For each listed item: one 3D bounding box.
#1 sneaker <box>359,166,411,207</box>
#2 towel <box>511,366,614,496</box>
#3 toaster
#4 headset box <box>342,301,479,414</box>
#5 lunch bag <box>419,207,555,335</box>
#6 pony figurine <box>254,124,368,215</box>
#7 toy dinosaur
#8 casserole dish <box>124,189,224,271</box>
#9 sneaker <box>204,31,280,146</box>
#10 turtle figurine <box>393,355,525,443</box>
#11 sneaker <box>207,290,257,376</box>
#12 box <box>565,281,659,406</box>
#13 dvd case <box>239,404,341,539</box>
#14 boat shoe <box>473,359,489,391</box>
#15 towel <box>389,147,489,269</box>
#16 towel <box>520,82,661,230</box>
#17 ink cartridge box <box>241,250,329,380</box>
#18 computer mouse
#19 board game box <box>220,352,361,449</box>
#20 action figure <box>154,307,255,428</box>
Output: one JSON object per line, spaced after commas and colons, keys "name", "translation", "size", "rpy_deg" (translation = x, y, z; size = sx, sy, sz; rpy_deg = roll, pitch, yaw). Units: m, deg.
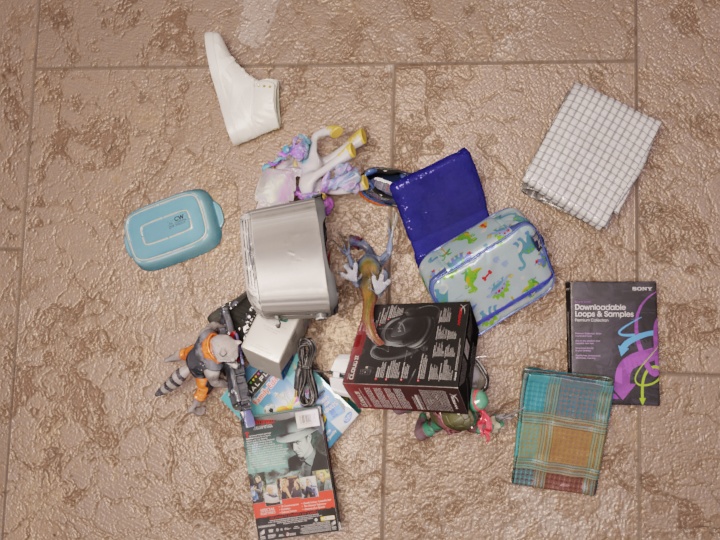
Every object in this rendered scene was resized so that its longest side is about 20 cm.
{"name": "sneaker", "translation": [0.086, -0.132, 0.934], "size": [0.195, 0.078, 0.077], "rpy_deg": [10, 88, 6]}
{"name": "towel", "translation": [0.328, 0.264, 0.890], "size": [0.143, 0.022, 0.205], "rpy_deg": [5, 100, 7]}
{"name": "toaster", "translation": [-0.105, -0.021, 0.802], "size": [0.126, 0.114, 0.204], "rpy_deg": [-8, 76, -6]}
{"name": "headset box", "translation": [0.071, 0.130, 0.833], "size": [0.196, 0.078, 0.151], "rpy_deg": [-5, 46, 25]}
{"name": "lunch bag", "translation": [0.208, 0.010, 0.882], "size": [0.198, 0.083, 0.162], "rpy_deg": [-30, 123, 4]}
{"name": "pony figurine", "translation": [-0.085, -0.148, 0.921], "size": [0.197, 0.166, 0.197], "rpy_deg": [-17, 57, 23]}
{"name": "toy dinosaur", "translation": [0.000, 0.000, 0.887], "size": [0.103, 0.182, 0.205], "rpy_deg": [6, 94, 1]}
{"name": "casserole dish", "translation": [-0.347, -0.076, 0.995], "size": [0.196, 0.039, 0.124], "rpy_deg": [-19, 85, 3]}
{"name": "sneaker", "translation": [-0.205, -0.341, 0.986], "size": [0.113, 0.074, 0.204], "rpy_deg": [-16, 94, 3]}
{"name": "turtle figurine", "translation": [0.145, 0.207, 0.854], "size": [0.199, 0.100, 0.152], "rpy_deg": [-29, 88, 42]}
{"name": "sneaker", "translation": [-0.193, 0.094, 0.959], "size": [0.198, 0.060, 0.105], "rpy_deg": [-33, 81, 9]}
{"name": "box", "translation": [0.417, 0.119, 0.905], "size": [0.140, 0.036, 0.205], "rpy_deg": [-1, 85, 6]}
{"name": "dvd case", "translation": [-0.116, 0.336, 0.906], "size": [0.143, 0.022, 0.205], "rpy_deg": [-11, 88, 7]}
{"name": "boat shoe", "translation": [0.135, 0.134, 0.920], "size": [0.200, 0.060, 0.074], "rpy_deg": [44, 91, 7]}
{"name": "towel", "translation": [0.142, -0.083, 0.904], "size": [0.145, 0.050, 0.203], "rpy_deg": [-24, 113, -1]}
{"name": "towel", "translation": [0.376, -0.185, 0.908], "size": [0.163, 0.086, 0.203], "rpy_deg": [29, 88, 5]}
{"name": "ink cartridge box", "translation": [-0.116, 0.063, 0.894], "size": [0.066, 0.117, 0.203], "rpy_deg": [21, 66, 5]}
{"name": "computer mouse", "translation": [-0.012, 0.173, 0.902], "size": [0.196, 0.044, 0.112], "rpy_deg": [7, 89, -20]}
{"name": "board game box", "translation": [-0.121, 0.232, 0.946], "size": [0.200, 0.047, 0.151], "rpy_deg": [42, 91, 7]}
{"name": "action figure", "translation": [-0.247, 0.174, 0.886], "size": [0.193, 0.103, 0.203], "rpy_deg": [-42, 61, 37]}
